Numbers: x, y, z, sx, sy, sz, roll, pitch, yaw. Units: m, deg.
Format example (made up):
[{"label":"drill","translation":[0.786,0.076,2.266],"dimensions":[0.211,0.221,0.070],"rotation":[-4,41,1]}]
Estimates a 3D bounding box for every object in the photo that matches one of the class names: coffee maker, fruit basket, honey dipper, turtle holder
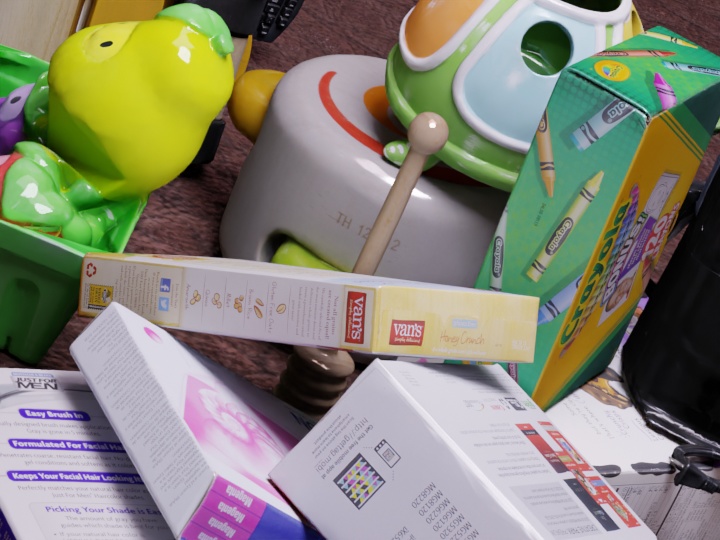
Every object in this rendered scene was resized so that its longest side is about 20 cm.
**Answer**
[{"label":"coffee maker","translation":[0.243,0.001,1.557],"dimensions":[0.134,0.201,0.192],"rotation":[14,28,-19]},{"label":"fruit basket","translation":[-0.164,-0.075,1.537],"dimensions":[0.155,0.216,0.216],"rotation":[22,27,-2]},{"label":"honey dipper","translation":[0.000,0.000,1.525],"dimensions":[0.038,0.201,0.038],"rotation":[20,23,-9]},{"label":"turtle holder","translation":[0.111,-0.108,1.590],"dimensions":[0.185,0.132,0.141],"rotation":[36,38,12]}]

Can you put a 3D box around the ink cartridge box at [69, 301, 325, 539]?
[{"label":"ink cartridge box","translation":[-0.036,0.121,1.377],"dimensions":[0.196,0.043,0.200],"rotation":[34,13,-42]}]

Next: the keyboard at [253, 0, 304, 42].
[{"label":"keyboard","translation":[-0.134,-0.185,1.870],"dimensions":[0.199,0.104,0.040],"rotation":[12,43,-23]}]

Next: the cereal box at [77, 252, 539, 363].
[{"label":"cereal box","translation":[-0.027,0.019,1.437],"dimensions":[0.199,0.040,0.144],"rotation":[7,2,38]}]

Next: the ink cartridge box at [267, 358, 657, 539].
[{"label":"ink cartridge box","translation":[0.070,0.135,1.385],"dimensions":[0.176,0.084,0.200],"rotation":[47,12,16]}]

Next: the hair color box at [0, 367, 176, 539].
[{"label":"hair color box","translation":[-0.138,0.130,1.340],"dimensions":[0.109,0.065,0.200],"rotation":[5,35,-33]}]

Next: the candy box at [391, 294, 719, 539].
[{"label":"candy box","translation":[0.139,0.090,1.615],"dimensions":[0.199,0.072,0.168],"rotation":[1,35,-38]}]

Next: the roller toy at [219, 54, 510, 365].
[{"label":"roller toy","translation":[0.016,-0.043,1.682],"dimensions":[0.182,0.140,0.200],"rotation":[7,31,-28]}]

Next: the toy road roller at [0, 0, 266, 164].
[{"label":"toy road roller","translation":[-0.166,-0.156,1.776],"dimensions":[0.199,0.123,0.146],"rotation":[13,15,-24]}]

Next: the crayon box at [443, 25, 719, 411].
[{"label":"crayon box","translation":[0.124,-0.025,1.510],"dimensions":[0.058,0.201,0.119],"rotation":[32,29,19]}]
